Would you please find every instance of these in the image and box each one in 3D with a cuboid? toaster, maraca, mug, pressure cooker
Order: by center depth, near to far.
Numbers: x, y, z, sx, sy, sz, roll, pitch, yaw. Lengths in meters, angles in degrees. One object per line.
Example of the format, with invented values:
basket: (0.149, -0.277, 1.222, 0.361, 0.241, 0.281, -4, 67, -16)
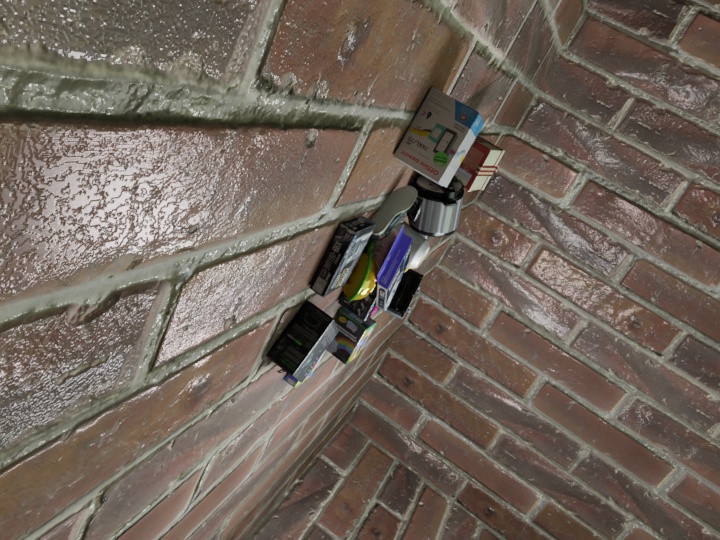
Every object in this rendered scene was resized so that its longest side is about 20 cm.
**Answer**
maraca: (0.000, 0.000, 1.618, 0.137, 0.106, 0.201, -45, -155, 47)
pressure cooker: (0.248, -0.233, 1.801, 0.179, 0.175, 0.201, -43, 147, -49)
mug: (0.151, -0.081, 1.874, 0.150, 0.153, 0.187, -57, 168, -2)
toaster: (0.117, 0.067, 2.062, 0.182, 0.199, 0.119, -62, 172, -12)

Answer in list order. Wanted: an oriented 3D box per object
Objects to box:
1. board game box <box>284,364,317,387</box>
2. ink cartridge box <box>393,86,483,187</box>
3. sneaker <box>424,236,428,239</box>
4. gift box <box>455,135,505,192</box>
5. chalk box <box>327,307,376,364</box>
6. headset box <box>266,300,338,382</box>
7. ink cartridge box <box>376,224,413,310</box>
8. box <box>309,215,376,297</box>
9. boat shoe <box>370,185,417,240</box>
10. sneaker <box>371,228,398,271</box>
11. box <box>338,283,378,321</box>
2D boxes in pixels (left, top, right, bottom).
board game box: (-0.160, 0.271, 1.791, 0.201, 0.045, 0.134, -61, 167, 15)
ink cartridge box: (0.209, -0.346, 1.457, 0.201, 0.146, 0.146, -60, 168, 12)
sneaker: (0.282, -0.170, 2.352, 0.200, 0.075, 0.114, -46, 165, -20)
gift box: (0.381, -0.388, 1.970, 0.186, 0.184, 0.201, -18, 144, -57)
chalk box: (-0.032, 0.205, 1.938, 0.201, 0.124, 0.124, -59, 167, 14)
headset box: (-0.159, 0.208, 1.527, 0.201, 0.092, 0.174, -54, 168, -12)
ink cartridge box: (0.103, -0.006, 1.673, 0.201, 0.043, 0.199, 88, 26, -60)
box: (-0.045, -0.040, 1.455, 0.201, 0.050, 0.158, -62, 167, 20)
boat shoe: (0.096, -0.168, 1.626, 0.200, 0.075, 0.062, -52, 165, -18)
sneaker: (0.045, -0.059, 1.701, 0.201, 0.075, 0.105, -51, 147, -11)
box: (0.030, 0.060, 1.845, 0.133, 0.114, 0.200, -64, 167, 22)
